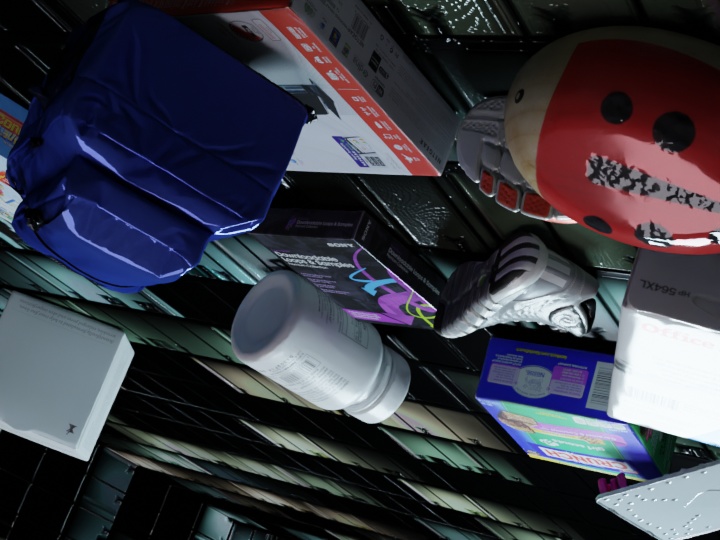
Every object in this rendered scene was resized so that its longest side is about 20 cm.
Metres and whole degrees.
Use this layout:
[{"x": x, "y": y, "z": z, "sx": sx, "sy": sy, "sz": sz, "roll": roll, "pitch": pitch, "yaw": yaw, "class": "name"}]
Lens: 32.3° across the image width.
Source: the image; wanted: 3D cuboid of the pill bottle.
[{"x": -0.040, "y": 0.093, "z": 1.409, "sx": 0.200, "sy": 0.115, "sz": 0.114, "roll": 35, "pitch": 157, "yaw": -35, "class": "pill bottle"}]

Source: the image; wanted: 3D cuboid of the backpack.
[{"x": -0.162, "y": -0.075, "z": 0.851, "sx": 0.162, "sy": 0.168, "sz": 0.200, "roll": 36, "pitch": 161, "yaw": -22, "class": "backpack"}]

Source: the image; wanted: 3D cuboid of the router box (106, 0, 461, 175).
[{"x": -0.053, "y": -0.140, "z": 0.882, "sx": 0.179, "sy": 0.049, "sz": 0.200, "roll": 5, "pitch": 156, "yaw": 39, "class": "router box"}]

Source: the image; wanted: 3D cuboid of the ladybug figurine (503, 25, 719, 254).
[{"x": 0.171, "y": -0.069, "z": 0.731, "sx": 0.199, "sy": 0.072, "sz": 0.137, "roll": 17, "pitch": 127, "yaw": 25, "class": "ladybug figurine"}]

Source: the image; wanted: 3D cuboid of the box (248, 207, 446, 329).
[{"x": 0.000, "y": 0.000, "z": 1.235, "sx": 0.142, "sy": 0.036, "sz": 0.200, "roll": 4, "pitch": 154, "yaw": 41, "class": "box"}]

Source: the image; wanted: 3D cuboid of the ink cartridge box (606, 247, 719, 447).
[{"x": 0.281, "y": 0.061, "z": 0.991, "sx": 0.145, "sy": 0.085, "sz": 0.200, "roll": 15, "pitch": 152, "yaw": 15, "class": "ink cartridge box"}]

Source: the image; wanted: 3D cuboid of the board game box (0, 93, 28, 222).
[{"x": -0.359, "y": -0.105, "z": 1.294, "sx": 0.200, "sy": 0.056, "sz": 0.195, "roll": 33, "pitch": 157, "yaw": -32, "class": "board game box"}]

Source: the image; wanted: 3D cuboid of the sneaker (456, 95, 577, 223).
[{"x": 0.159, "y": -0.060, "z": 0.847, "sx": 0.199, "sy": 0.078, "sz": 0.082, "roll": 24, "pitch": -176, "yaw": 26, "class": "sneaker"}]

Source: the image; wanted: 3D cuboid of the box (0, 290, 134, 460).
[{"x": -0.490, "y": 0.169, "z": 1.965, "sx": 0.198, "sy": 0.201, "sz": 0.131, "roll": 21, "pitch": 163, "yaw": 2, "class": "box"}]

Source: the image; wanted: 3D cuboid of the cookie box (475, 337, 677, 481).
[{"x": 0.238, "y": 0.153, "z": 1.338, "sx": 0.170, "sy": 0.076, "sz": 0.200, "roll": 8, "pitch": 158, "yaw": 30, "class": "cookie box"}]

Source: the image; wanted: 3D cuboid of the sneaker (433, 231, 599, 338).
[{"x": 0.148, "y": 0.035, "z": 1.118, "sx": 0.115, "sy": 0.075, "sz": 0.200, "roll": 23, "pitch": 160, "yaw": -13, "class": "sneaker"}]

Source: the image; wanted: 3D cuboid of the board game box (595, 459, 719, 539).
[{"x": 0.382, "y": 0.237, "z": 1.345, "sx": 0.199, "sy": 0.026, "sz": 0.200, "roll": -23, "pitch": 145, "yaw": 27, "class": "board game box"}]
